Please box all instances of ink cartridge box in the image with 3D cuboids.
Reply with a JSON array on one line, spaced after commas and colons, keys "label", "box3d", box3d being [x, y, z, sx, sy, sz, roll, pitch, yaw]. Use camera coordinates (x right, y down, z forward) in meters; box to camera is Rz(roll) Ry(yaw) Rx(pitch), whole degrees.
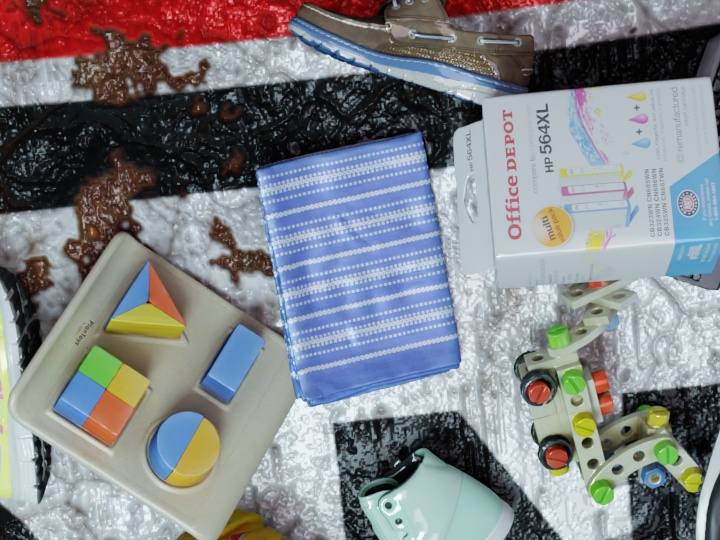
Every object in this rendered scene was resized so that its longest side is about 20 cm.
[{"label": "ink cartridge box", "box3d": [0.171, -0.063, 1.366, 0.198, 0.125, 0.130, -5, 79, 4]}]

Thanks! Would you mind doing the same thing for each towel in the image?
[{"label": "towel", "box3d": [0.000, 0.000, 1.438, 0.143, 0.024, 0.202, -12, 100, -10]}]

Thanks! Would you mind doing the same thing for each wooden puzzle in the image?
[{"label": "wooden puzzle", "box3d": [-0.151, 0.087, 1.404, 0.199, 0.046, 0.186, 35, 59, -9]}]

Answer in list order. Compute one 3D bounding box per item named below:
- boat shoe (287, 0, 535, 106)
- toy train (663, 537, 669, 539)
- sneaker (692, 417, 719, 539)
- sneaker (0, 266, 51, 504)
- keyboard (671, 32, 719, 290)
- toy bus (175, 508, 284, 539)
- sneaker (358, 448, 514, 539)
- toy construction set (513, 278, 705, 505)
[{"label": "boat shoe", "box3d": [0.043, -0.184, 1.396, 0.198, 0.072, 0.073, 16, 96, -14]}, {"label": "toy train", "box3d": [0.182, 0.308, 1.488, 0.198, 0.085, 0.117, -20, 111, 3]}, {"label": "sneaker", "box3d": [0.332, 0.161, 1.431, 0.089, 0.070, 0.202, 13, 87, 34]}, {"label": "sneaker", "box3d": [-0.305, 0.096, 1.439, 0.089, 0.078, 0.202, -1, 102, 2]}, {"label": "keyboard", "box3d": [0.312, -0.080, 1.440, 0.126, 0.021, 0.202, 16, 101, -3]}, {"label": "toy bus", "box3d": [-0.060, 0.307, 1.419, 0.190, 0.135, 0.202, 5, 101, 29]}, {"label": "sneaker", "box3d": [0.022, 0.240, 1.470, 0.118, 0.074, 0.201, 40, 88, -14]}, {"label": "toy construction set", "box3d": [0.197, 0.100, 1.437, 0.130, 0.092, 0.202, -16, 101, 3]}]
